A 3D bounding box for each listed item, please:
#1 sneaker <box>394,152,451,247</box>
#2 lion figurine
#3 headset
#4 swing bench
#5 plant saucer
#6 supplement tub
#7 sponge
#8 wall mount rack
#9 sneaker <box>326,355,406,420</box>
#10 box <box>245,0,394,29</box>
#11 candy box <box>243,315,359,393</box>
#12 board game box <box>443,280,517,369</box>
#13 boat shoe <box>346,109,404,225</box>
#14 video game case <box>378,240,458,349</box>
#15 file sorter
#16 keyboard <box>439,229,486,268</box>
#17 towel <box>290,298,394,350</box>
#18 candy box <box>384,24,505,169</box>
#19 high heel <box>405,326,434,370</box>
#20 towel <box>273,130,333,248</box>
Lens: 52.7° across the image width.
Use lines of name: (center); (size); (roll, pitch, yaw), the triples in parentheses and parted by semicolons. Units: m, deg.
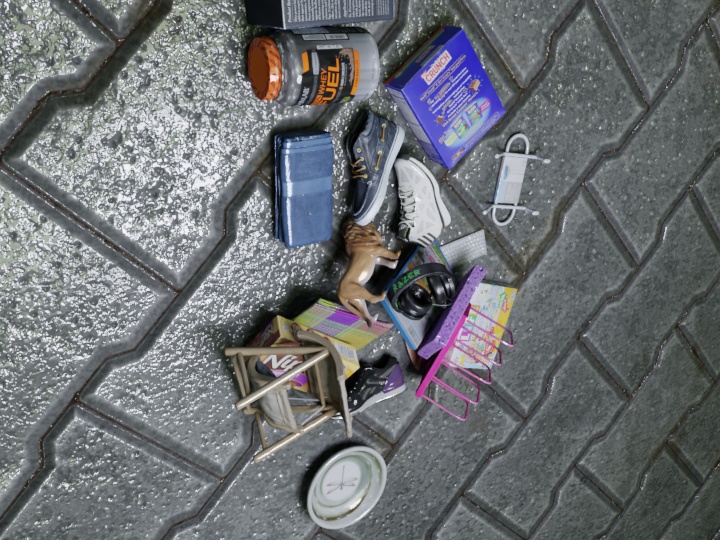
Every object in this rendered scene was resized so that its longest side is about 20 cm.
sneaker: (0.103, -0.123, 1.410); (0.116, 0.075, 0.201); (-53, 130, -23)
lion figurine: (0.000, 0.000, 1.358); (0.121, 0.073, 0.202); (19, 67, 3)
headset: (0.122, 0.032, 1.388); (0.123, 0.095, 0.200); (-35, 149, 15)
swing bench: (-0.123, 0.221, 1.312); (0.197, 0.131, 0.201); (-14, 137, -9)
plant saucer: (-0.037, 0.464, 1.587); (0.198, 0.050, 0.203); (-13, 116, -28)
supplement tub: (-0.077, -0.336, 1.197); (0.197, 0.122, 0.124); (-12, 115, -27)
sponge: (0.189, 0.086, 1.498); (0.030, 0.112, 0.201); (34, 63, 0)
wall mount rack: (0.315, -0.185, 1.534); (0.172, 0.074, 0.203); (-1, 109, -32)
sneaker: (-0.001, 0.239, 1.519); (0.198, 0.075, 0.089); (-21, 104, -28)
box: (-0.066, -0.446, 1.144); (0.198, 0.148, 0.109); (-14, 116, -26)
candy box: (-0.113, 0.168, 1.390); (0.199, 0.057, 0.117); (26, 124, -37)
board game box: (0.270, 0.123, 1.654); (0.133, 0.034, 0.203); (7, 105, -34)
boat shoe: (0.006, -0.191, 1.340); (0.090, 0.071, 0.203); (22, 85, -32)
video game case: (0.122, 0.038, 1.479); (0.201, 0.018, 0.144); (-52, 122, -33)
file sorter: (0.224, 0.194, 1.543); (0.124, 0.139, 0.202); (30, 104, 6)
keyboard: (0.189, -0.030, 1.556); (0.198, 0.011, 0.057); (-22, 119, -24)
towel: (-0.048, 0.111, 1.408); (0.198, 0.023, 0.143); (19, 141, -35)
candy box: (0.163, -0.328, 1.380); (0.169, 0.077, 0.201); (-44, 127, -8)
high heel: (0.103, 0.135, 1.529); (0.200, 0.067, 0.097); (39, 76, -40)
towel: (-0.101, -0.147, 1.304); (0.110, 0.048, 0.203); (-11, 113, -28)
